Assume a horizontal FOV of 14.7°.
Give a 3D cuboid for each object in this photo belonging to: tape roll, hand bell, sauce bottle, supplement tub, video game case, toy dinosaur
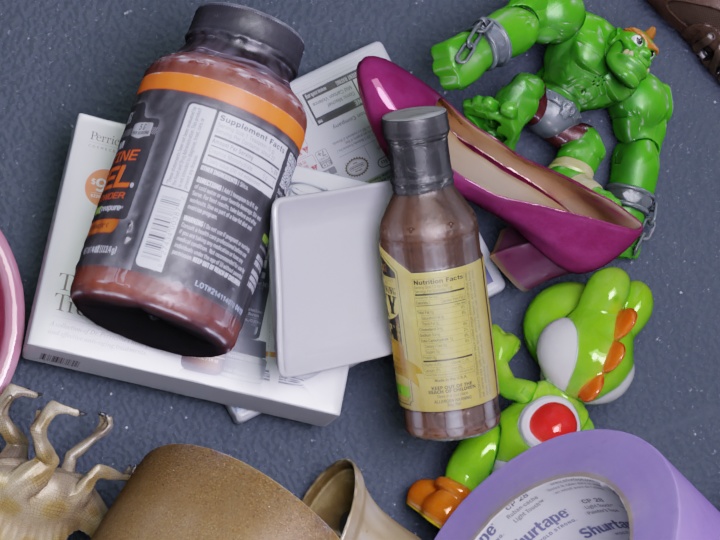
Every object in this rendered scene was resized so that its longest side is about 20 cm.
[{"bbox_3d":[0.126,0.198,1.630,0.085,0.200,0.200,43,73,-31],"label":"tape roll"},{"bbox_3d":[0.055,0.205,1.745,0.199,0.104,0.104,26,76,-17],"label":"hand bell"},{"bbox_3d":[0.045,0.001,1.698,0.064,0.065,0.201,-9,102,-12],"label":"sauce bottle"},{"bbox_3d":[-0.096,-0.056,1.669,0.107,0.107,0.201,20,74,-7],"label":"supplement tub"},{"bbox_3d":[-0.033,-0.026,1.792,0.199,0.022,0.183,-26,86,-15],"label":"video game case"},{"bbox_3d":[-0.204,0.124,1.679,0.199,0.058,0.102,19,88,-27],"label":"toy dinosaur"}]

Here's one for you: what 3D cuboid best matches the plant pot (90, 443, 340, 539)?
[{"bbox_3d":[-0.114,0.237,1.617,0.186,0.186,0.200,42,58,-1],"label":"plant pot"}]

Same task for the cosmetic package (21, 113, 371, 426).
[{"bbox_3d":[-0.097,0.000,1.738,0.199,0.052,0.151,13,75,-9],"label":"cosmetic package"}]

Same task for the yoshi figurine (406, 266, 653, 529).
[{"bbox_3d":[0.115,0.087,1.777,0.112,0.112,0.200,31,88,33],"label":"yoshi figurine"}]

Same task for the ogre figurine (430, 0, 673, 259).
[{"bbox_3d":[0.134,-0.111,1.797,0.200,0.098,0.120,34,66,-11],"label":"ogre figurine"}]

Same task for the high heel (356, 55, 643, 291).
[{"bbox_3d":[0.086,-0.073,1.730,0.200,0.096,0.068,44,40,-26],"label":"high heel"}]

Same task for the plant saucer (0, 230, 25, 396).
[{"bbox_3d":[-0.307,0.030,1.714,0.200,0.051,0.201,2,79,-11],"label":"plant saucer"}]

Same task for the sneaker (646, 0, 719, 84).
[{"bbox_3d":[0.269,-0.136,1.844,0.199,0.070,0.076,25,77,-5],"label":"sneaker"}]

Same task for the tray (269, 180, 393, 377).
[{"bbox_3d":[0.000,0.000,1.708,0.200,0.022,0.108,-11,102,-56],"label":"tray"}]
